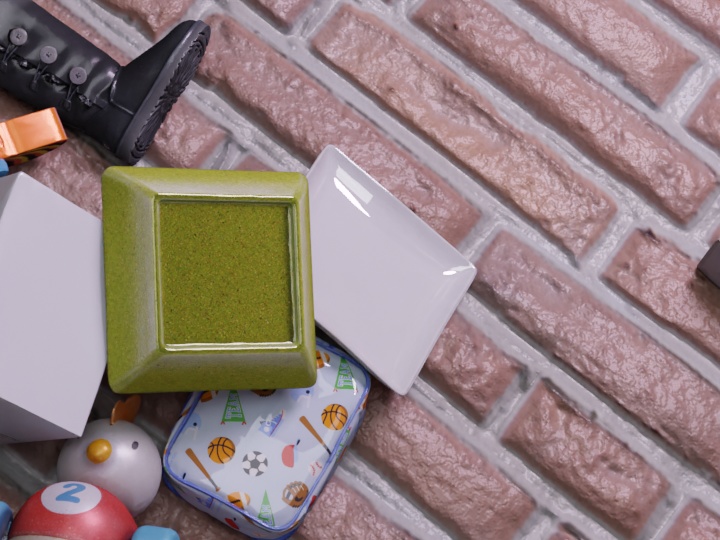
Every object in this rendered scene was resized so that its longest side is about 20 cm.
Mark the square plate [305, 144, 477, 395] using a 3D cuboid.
[{"bbox_3d":[0.000,0.000,1.602,0.200,0.028,0.198,40,47,-7],"label":"square plate"}]

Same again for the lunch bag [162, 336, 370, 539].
[{"bbox_3d":[-0.090,0.142,1.557,0.160,0.076,0.200,27,69,7],"label":"lunch bag"}]

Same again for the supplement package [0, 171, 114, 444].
[{"bbox_3d":[-0.327,0.041,1.475,0.147,0.200,0.192,33,63,-34],"label":"supplement package"}]

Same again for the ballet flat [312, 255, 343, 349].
[{"bbox_3d":[-0.068,-0.010,1.625,0.067,0.064,0.200,-30,75,-17],"label":"ballet flat"}]

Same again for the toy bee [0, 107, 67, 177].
[{"bbox_3d":[-0.394,-0.114,1.611,0.199,0.109,0.131,6,73,-35],"label":"toy bee"}]

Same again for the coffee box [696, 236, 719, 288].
[{"bbox_3d":[0.457,-0.043,1.695,0.113,0.080,0.200,43,70,11],"label":"coffee box"}]

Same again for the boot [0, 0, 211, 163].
[{"bbox_3d":[-0.274,-0.225,1.670,0.200,0.066,0.165,31,84,8],"label":"boot"}]

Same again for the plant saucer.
[{"bbox_3d":[-0.124,0.005,1.463,0.199,0.048,0.201,0,83,-26],"label":"plant saucer"}]

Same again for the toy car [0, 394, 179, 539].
[{"bbox_3d":[-0.232,0.194,1.466,0.184,0.177,0.201,7,63,7],"label":"toy car"}]
